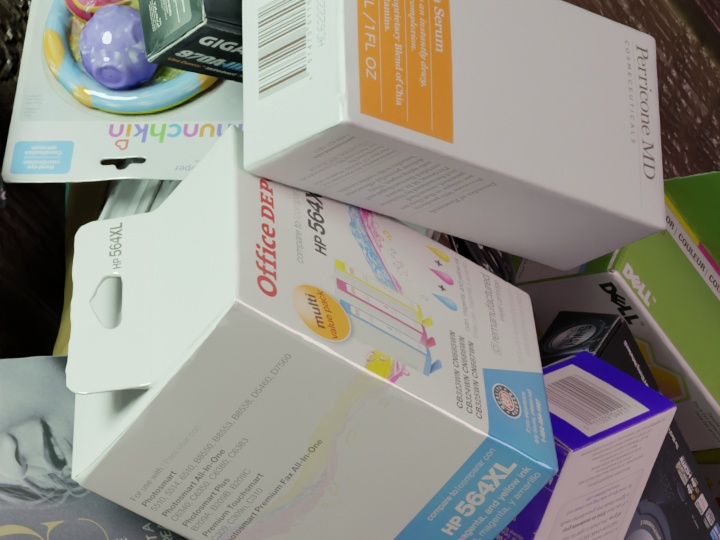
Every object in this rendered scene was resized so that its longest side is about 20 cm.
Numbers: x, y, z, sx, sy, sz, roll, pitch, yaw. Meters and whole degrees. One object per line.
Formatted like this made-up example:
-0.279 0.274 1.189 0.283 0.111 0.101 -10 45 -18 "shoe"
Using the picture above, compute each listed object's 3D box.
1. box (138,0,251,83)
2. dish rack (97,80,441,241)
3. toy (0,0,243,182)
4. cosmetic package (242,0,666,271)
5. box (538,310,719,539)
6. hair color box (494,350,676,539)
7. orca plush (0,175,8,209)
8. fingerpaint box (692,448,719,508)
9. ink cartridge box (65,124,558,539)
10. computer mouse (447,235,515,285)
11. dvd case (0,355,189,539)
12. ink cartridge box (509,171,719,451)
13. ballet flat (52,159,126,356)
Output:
-0.040 -0.180 1.404 0.158 0.046 0.201 11 60 -41 "box"
-0.026 -0.040 1.439 0.171 0.043 0.201 35 66 -28 "dish rack"
-0.104 -0.135 1.407 0.047 0.114 0.201 76 17 -54 "toy"
0.044 -0.076 1.344 0.199 0.071 0.102 16 63 -39 "cosmetic package"
0.125 0.148 1.622 0.160 0.043 0.201 -53 129 -33 "box"
0.073 0.147 1.459 0.109 0.065 0.201 -16 130 -55 "hair color box"
-0.195 -0.026 1.349 0.105 0.071 0.201 24 66 -42 "orca plush"
0.265 0.133 1.720 0.073 0.199 0.168 13 73 -46 "fingerpaint box"
-0.032 0.045 1.325 0.199 0.125 0.129 29 31 -25 "ink cartridge box"
0.000 0.000 1.561 0.141 0.046 0.200 54 38 -1 "computer mouse"
-0.139 0.101 1.305 0.199 0.016 0.149 -3 54 -38 "dvd case"
0.187 0.023 1.655 0.148 0.199 0.076 50 51 -28 "ink cartridge box"
-0.109 0.006 1.441 0.068 0.063 0.201 21 68 -41 "ballet flat"
